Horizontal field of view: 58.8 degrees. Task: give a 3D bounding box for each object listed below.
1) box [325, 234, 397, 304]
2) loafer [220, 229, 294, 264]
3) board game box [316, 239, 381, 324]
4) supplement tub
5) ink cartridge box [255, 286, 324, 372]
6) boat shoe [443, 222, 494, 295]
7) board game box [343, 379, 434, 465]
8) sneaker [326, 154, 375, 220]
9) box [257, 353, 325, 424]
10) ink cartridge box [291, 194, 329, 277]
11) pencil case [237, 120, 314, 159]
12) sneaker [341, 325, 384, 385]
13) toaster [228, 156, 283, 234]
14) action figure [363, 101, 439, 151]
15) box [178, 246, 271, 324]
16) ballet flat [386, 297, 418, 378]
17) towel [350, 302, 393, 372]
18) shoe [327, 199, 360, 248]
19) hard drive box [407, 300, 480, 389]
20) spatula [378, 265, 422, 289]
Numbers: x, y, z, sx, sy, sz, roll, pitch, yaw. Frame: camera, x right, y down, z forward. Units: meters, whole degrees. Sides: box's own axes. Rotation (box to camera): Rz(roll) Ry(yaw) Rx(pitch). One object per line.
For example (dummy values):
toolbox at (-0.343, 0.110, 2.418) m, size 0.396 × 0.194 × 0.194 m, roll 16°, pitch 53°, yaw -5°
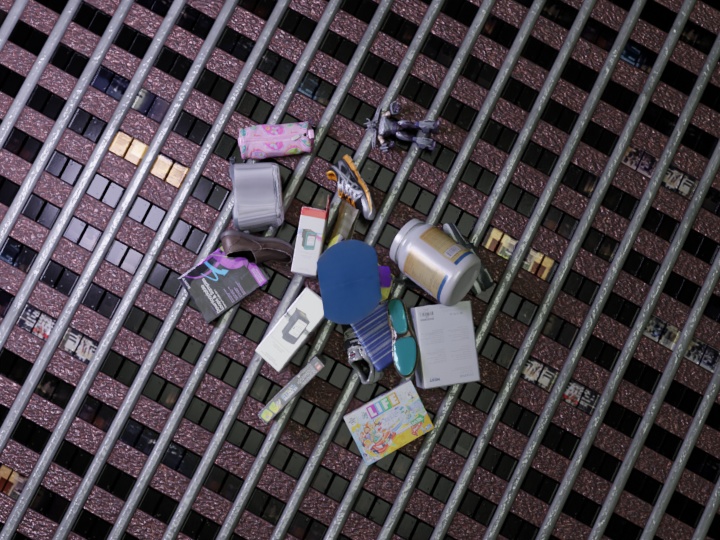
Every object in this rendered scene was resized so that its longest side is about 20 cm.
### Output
box at (0.000, 0.000, 1.601) m, size 0.199 × 0.050 × 0.076 m, roll 36°, pitch 55°, yaw -23°
loafer at (-0.258, -0.043, 1.609) m, size 0.196 × 0.073 × 0.073 m, roll 10°, pitch 62°, yaw -22°
board game box at (-0.031, 0.024, 1.535) m, size 0.155 × 0.039 × 0.205 m, roll -14°, pitch 107°, yaw -22°
supplement tub at (0.184, -0.023, 1.587) m, size 0.199 × 0.145 × 0.145 m, roll 38°, pitch 86°, yaw 25°
ink cartridge box at (-0.161, 0.144, 1.589) m, size 0.084 × 0.145 × 0.201 m, roll 40°, pitch 86°, yaw 1°
boat shoe at (0.279, -0.039, 1.654) m, size 0.059 × 0.076 × 0.203 m, roll -27°, pitch 96°, yaw -6°
board game box at (0.072, 0.388, 1.638) m, size 0.197 × 0.034 × 0.136 m, roll -28°, pitch 87°, yaw -3°
sneaker at (-0.021, -0.201, 1.631) m, size 0.076 × 0.079 × 0.202 m, roll -26°, pitch 59°, yaw -4°
box at (-0.168, 0.293, 1.598) m, size 0.035 × 0.110 × 0.200 m, roll 45°, pitch 86°, yaw 2°
ink cartridge box at (-0.123, -0.088, 1.619) m, size 0.066 × 0.116 × 0.205 m, roll 9°, pitch 86°, yaw -1°
pencil case at (-0.214, -0.336, 1.648) m, size 0.195 × 0.087 × 0.090 m, roll -5°, pitch 87°, yaw -1°
sneaker at (-0.004, 0.192, 1.613) m, size 0.073 × 0.088 × 0.203 m, roll -27°, pitch 85°, yaw 24°
toaster at (-0.262, -0.193, 1.624) m, size 0.126 × 0.114 × 0.205 m, roll -6°, pitch 77°, yaw -6°
action figure at (0.104, -0.370, 1.669) m, size 0.195 × 0.069 × 0.133 m, roll 10°, pitch 95°, yaw 3°
box at (-0.349, 0.022, 1.646) m, size 0.198 × 0.036 × 0.144 m, roll -36°, pitch 88°, yaw -3°
ballet flat at (0.108, 0.170, 1.602) m, size 0.069 × 0.071 × 0.204 m, roll -9°, pitch 71°, yaw -2°
towel at (0.040, 0.140, 1.622) m, size 0.144 × 0.024 × 0.202 m, roll -29°, pitch 87°, yaw -39°
shoe at (-0.046, -0.080, 1.644) m, size 0.052 × 0.070 × 0.205 m, roll 14°, pitch 84°, yaw 7°
hard drive box at (0.210, 0.186, 1.622) m, size 0.152 × 0.077 × 0.205 m, roll -5°, pitch 86°, yaw -11°
spatula at (0.101, 0.026, 1.623) m, size 0.197 × 0.020 × 0.058 m, roll 13°, pitch 66°, yaw -35°
